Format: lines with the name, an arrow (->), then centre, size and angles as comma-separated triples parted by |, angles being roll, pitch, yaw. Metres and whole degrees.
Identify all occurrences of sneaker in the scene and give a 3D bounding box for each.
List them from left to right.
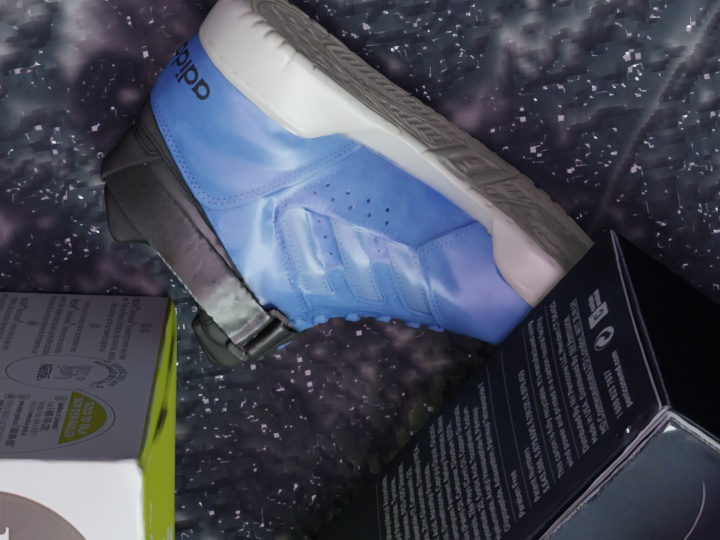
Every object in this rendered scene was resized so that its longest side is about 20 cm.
sneaker -> 0.000, -0.001, 1.032 | 0.200, 0.077, 0.111 | 36, 108, -17

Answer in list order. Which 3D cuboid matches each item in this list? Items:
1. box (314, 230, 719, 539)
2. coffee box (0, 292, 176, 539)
box -> 0.102, 0.131, 1.002 | 0.200, 0.124, 0.197 | 34, 111, -22
coffee box -> -0.162, 0.127, 0.993 | 0.197, 0.200, 0.201 | 1, 104, -1
